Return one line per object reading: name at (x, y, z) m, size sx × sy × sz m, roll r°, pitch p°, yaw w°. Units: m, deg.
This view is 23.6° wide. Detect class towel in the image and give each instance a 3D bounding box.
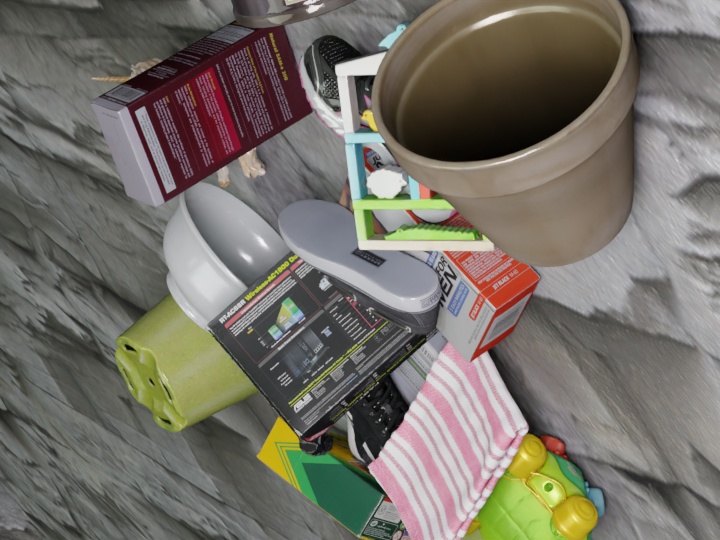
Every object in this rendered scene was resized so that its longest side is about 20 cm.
towel at (0.083, 0.171, 1.665) m, size 0.200 × 0.030 × 0.146 m, roll -62°, pitch 38°, yaw 28°

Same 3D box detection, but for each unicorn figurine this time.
unicorn figurine at (-0.177, -0.165, 1.878) m, size 0.200 × 0.074 × 0.138 m, roll 5°, pitch 125°, yaw 38°

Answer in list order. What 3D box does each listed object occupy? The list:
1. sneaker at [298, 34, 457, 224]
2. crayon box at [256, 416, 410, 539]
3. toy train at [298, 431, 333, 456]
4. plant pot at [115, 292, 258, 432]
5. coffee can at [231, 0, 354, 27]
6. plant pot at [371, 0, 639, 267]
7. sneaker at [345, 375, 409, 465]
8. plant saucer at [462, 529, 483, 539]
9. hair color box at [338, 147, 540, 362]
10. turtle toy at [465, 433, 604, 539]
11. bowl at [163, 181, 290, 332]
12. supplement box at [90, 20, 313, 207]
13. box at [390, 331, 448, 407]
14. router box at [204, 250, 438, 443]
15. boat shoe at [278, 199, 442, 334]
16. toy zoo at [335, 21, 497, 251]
sneaker at (0.035, -0.144, 1.547) m, size 0.200 × 0.080 × 0.086 m, roll 45°, pitch 140°, yaw 5°
crayon box at (0.011, 0.240, 1.893) m, size 0.172 × 0.058 × 0.200 m, roll 34°, pitch -174°, yaw 38°
toy train at (-0.043, 0.094, 1.806) m, size 0.034 × 0.046 × 0.201 m, roll 4°, pitch 88°, yaw 27°
plant pot at (-0.178, 0.088, 2.019) m, size 0.200 × 0.184 × 0.201 m, roll 39°, pitch 148°, yaw 30°
coffee can at (-0.068, -0.322, 1.422) m, size 0.146 × 0.146 × 0.200 m, roll 16°, pitch 132°, yaw 52°
plant pot at (0.129, -0.098, 1.320) m, size 0.200 × 0.200 × 0.174 m, roll 30°, pitch 159°, yaw 41°
sneaker at (0.031, 0.143, 1.778) m, size 0.112 × 0.073 × 0.200 m, roll 29°, pitch 151°, yaw 38°
plant saucer at (0.151, 0.328, 1.796) m, size 0.200 × 0.031 × 0.201 m, roll -11°, pitch 72°, yaw 39°
hair color box at (0.069, -0.023, 1.618) m, size 0.200 × 0.064 × 0.111 m, roll 49°, pitch 153°, yaw 17°
turtle toy at (0.158, 0.210, 1.684) m, size 0.200 × 0.101 × 0.146 m, roll 52°, pitch 130°, yaw 14°
bowl at (-0.144, 0.007, 1.853) m, size 0.201 × 0.090 × 0.201 m, roll 42°, pitch -161°, yaw -17°
supplement box at (-0.152, -0.159, 1.680) m, size 0.061 × 0.200 × 0.109 m, roll 22°, pitch 137°, yaw 50°
box at (0.044, 0.092, 1.812) m, size 0.156 × 0.041 × 0.200 m, roll 48°, pitch 151°, yaw 17°
router box at (-0.029, 0.050, 1.700) m, size 0.150 × 0.200 × 0.062 m, roll 49°, pitch 178°, yaw 16°
boat shoe at (0.000, 0.000, 1.625) m, size 0.200 × 0.070 × 0.066 m, roll 28°, pitch 143°, yaw 33°
toy zoo at (0.048, -0.115, 1.492) m, size 0.131 × 0.020 × 0.201 m, roll 1°, pitch 110°, yaw 23°
